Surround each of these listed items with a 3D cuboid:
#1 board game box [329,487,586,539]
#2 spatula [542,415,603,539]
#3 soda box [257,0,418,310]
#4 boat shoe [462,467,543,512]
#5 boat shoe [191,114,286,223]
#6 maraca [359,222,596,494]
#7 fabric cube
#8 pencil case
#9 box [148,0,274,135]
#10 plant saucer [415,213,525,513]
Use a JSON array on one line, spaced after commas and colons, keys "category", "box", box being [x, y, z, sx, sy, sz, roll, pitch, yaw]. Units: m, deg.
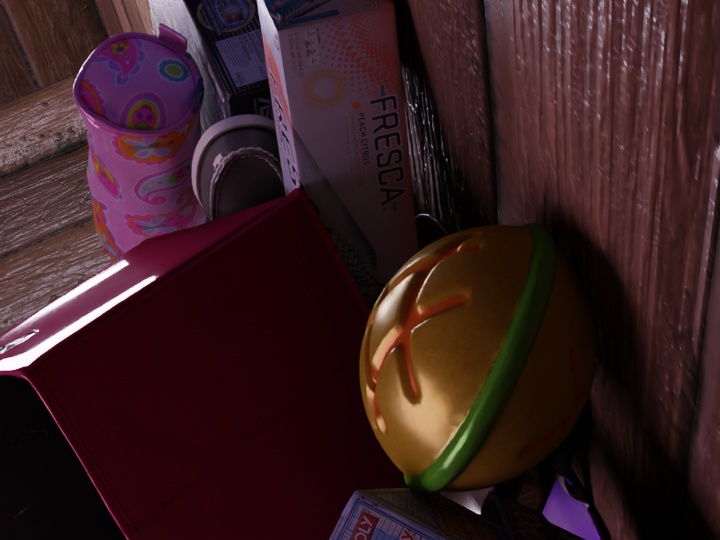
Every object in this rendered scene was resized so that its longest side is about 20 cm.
[{"category": "board game box", "box": [0.073, 0.157, 0.826, 0.199, 0.062, 0.200, 26, -172, -5]}, {"category": "spatula", "box": [0.118, 0.116, 0.967, 0.200, 0.020, 0.057, 77, 168, -55]}, {"category": "soda box", "box": [-0.011, -0.070, 0.972, 0.064, 0.068, 0.201, -115, 14, -54]}, {"category": "boat shoe", "box": [0.083, 0.142, 1.150, 0.200, 0.072, 0.072, 84, 175, -68]}, {"category": "boat shoe", "box": [-0.060, -0.015, 1.067, 0.202, 0.072, 0.060, 82, 175, -53]}, {"category": "maraca", "box": [0.053, 0.039, 0.823, 0.107, 0.137, 0.200, 29, -177, -7]}, {"category": "fabric cube", "box": [-0.105, 0.096, 0.978, 0.196, 0.199, 0.201, -14, 108, 55]}, {"category": "pencil case", "box": [-0.139, -0.074, 1.121, 0.200, 0.087, 0.088, 97, 149, -61]}, {"category": "box", "box": [-0.093, -0.133, 1.124, 0.161, 0.044, 0.200, 88, 161, -52]}, {"category": "plant saucer", "box": [0.060, 0.065, 1.005, 0.200, 0.032, 0.201, 172, 90, -76]}]
